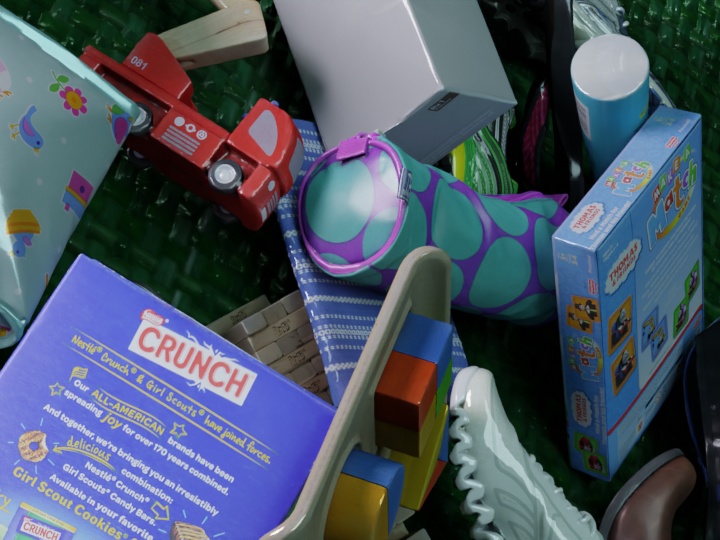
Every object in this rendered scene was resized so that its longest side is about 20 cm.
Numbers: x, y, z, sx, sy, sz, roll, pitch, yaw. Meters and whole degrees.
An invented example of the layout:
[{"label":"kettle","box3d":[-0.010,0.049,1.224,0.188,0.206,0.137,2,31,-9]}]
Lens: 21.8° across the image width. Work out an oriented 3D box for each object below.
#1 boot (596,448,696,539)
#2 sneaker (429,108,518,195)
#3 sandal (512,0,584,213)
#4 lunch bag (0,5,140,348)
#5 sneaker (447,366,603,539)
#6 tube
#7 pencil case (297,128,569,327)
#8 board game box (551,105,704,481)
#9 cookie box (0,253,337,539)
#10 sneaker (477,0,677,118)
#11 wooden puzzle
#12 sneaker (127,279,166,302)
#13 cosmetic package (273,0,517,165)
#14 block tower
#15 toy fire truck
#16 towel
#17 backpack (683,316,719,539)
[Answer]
[{"label":"boot","box3d":[0.224,0.230,1.176,0.199,0.069,0.189,31,58,15]},{"label":"sneaker","box3d":[0.059,-0.129,1.274,0.085,0.078,0.203,1,80,-40]},{"label":"sandal","box3d":[0.126,-0.105,1.288,0.044,0.075,0.203,-4,98,-3]},{"label":"lunch bag","box3d":[-0.247,-0.070,1.007,0.199,0.121,0.172,37,56,-23]},{"label":"sneaker","box3d":[0.103,0.152,1.133,0.080,0.075,0.202,-16,87,8]},{"label":"tube","box3d":[0.174,-0.083,1.275,0.050,0.201,0.078,7,64,14]},{"label":"pencil case","box3d":[0.056,-0.024,1.163,0.199,0.084,0.094,17,80,-47]},{"label":"board game box","box3d":[0.181,0.016,1.236,0.151,0.036,0.202,-47,143,-37]},{"label":"cookie box","box3d":[-0.129,0.124,0.981,0.170,0.075,0.201,31,70,3]},{"label":"sneaker","box3d":[0.170,-0.168,1.356,0.200,0.077,0.085,45,49,-11]},{"label":"wooden puzzle","box3d":[0.010,0.115,1.006,0.046,0.186,0.201,20,57,15]},{"label":"sneaker","box3d":[-0.095,0.095,1.087,0.201,0.073,0.080,58,13,10]},{"label":"cosmetic package","box3d":[0.011,-0.169,1.203,0.090,0.106,0.202,0,65,-49]},{"label":"block tower","box3d":[-0.025,0.109,1.125,0.054,0.058,0.201,-27,87,-39]},{"label":"toy fire truck","box3d":[-0.104,-0.129,1.132,0.199,0.049,0.142,32,70,13]},{"label":"towel","box3d":[0.000,0.000,1.170,0.144,0.024,0.202,6,59,-52]},{"label":"backpack","box3d":[0.317,0.106,1.278,0.154,0.198,0.192,2,68,-68]}]
